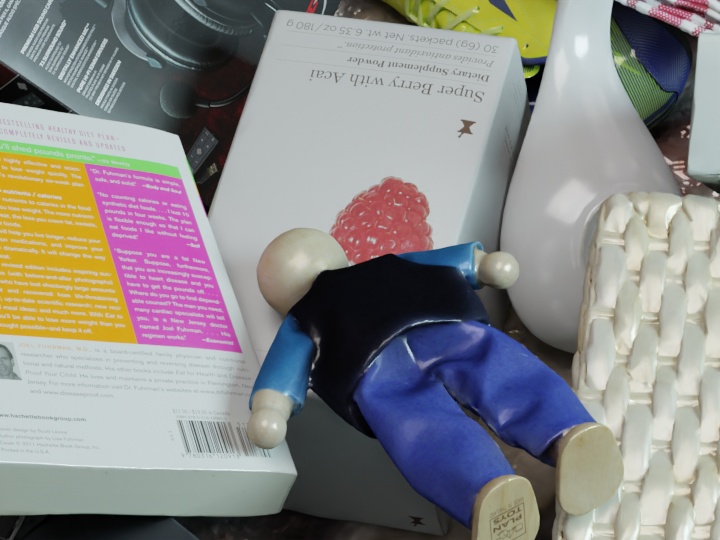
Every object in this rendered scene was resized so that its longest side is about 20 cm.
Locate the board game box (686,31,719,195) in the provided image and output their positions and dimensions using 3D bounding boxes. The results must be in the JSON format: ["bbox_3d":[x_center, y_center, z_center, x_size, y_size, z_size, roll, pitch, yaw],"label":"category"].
[{"bbox_3d":[0.229,-0.055,1.245,0.147,0.200,0.065,5,88,14],"label":"board game box"}]

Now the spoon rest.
[{"bbox_3d":[0.112,-0.061,1.306,0.099,0.201,0.061,0,11,-25],"label":"spoon rest"}]

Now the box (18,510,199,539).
[{"bbox_3d":[-0.058,0.179,1.141,0.079,0.141,0.200,-37,26,-13],"label":"box"}]

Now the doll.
[{"bbox_3d":[0.015,0.039,1.152,0.136,0.049,0.200,-30,43,-16],"label":"doll"}]

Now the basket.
[{"bbox_3d":[0.188,0.085,1.190,0.197,0.161,0.201,3,57,14],"label":"basket"}]

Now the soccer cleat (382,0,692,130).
[{"bbox_3d":[0.066,-0.121,1.403,0.200,0.065,0.084,25,68,24],"label":"soccer cleat"}]

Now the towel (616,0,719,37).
[{"bbox_3d":[0.165,-0.154,1.374,0.200,0.030,0.146,28,29,30],"label":"towel"}]

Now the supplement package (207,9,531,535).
[{"bbox_3d":[0.000,0.000,1.305,0.121,0.120,0.201,8,60,15],"label":"supplement package"}]

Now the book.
[{"bbox_3d":[-0.114,0.014,1.186,0.133,0.048,0.200,4,44,-26],"label":"book"}]

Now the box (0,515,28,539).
[{"bbox_3d":[-0.195,0.004,1.237,0.200,0.044,0.160,32,42,-2],"label":"box"}]

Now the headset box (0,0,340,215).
[{"bbox_3d":[-0.127,-0.126,1.372,0.200,0.077,0.149,36,61,-20],"label":"headset box"}]
